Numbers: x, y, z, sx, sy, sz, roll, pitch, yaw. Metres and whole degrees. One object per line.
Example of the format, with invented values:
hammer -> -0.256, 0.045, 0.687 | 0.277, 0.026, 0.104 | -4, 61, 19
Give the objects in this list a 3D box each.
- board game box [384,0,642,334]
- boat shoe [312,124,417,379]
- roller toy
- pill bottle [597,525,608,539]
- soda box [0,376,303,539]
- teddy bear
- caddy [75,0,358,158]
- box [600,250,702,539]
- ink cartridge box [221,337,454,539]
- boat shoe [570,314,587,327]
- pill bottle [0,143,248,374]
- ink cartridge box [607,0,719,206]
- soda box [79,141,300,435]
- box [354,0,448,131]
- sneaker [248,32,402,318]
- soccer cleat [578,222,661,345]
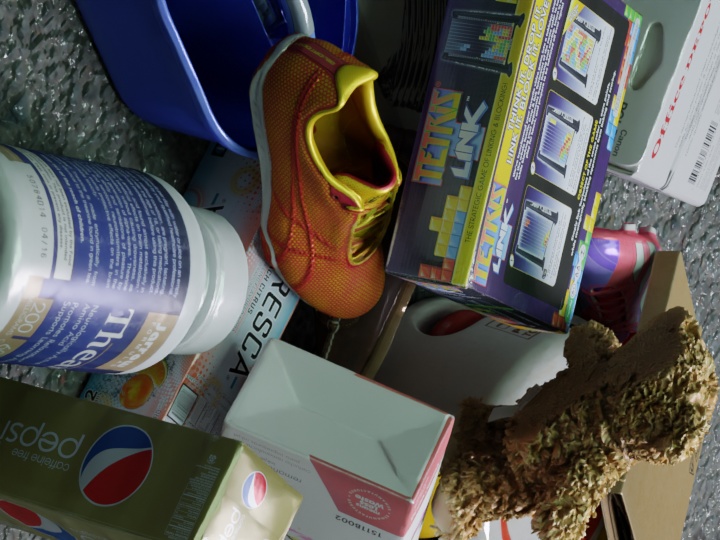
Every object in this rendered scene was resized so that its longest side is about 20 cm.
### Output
board game box -> 0.091, -0.076, 1.537 | 0.165, 0.056, 0.201 | 24, 78, -62
boat shoe -> 0.000, 0.000, 1.614 | 0.070, 0.071, 0.201 | 19, 115, -13
roller toy -> 0.081, 0.115, 1.708 | 0.183, 0.139, 0.200 | -60, 142, -20
pill bottle -> 0.112, 0.236, 1.812 | 0.200, 0.111, 0.111 | -56, 138, -26
soda box -> -0.131, 0.111, 1.391 | 0.068, 0.199, 0.064 | 45, 65, -47
teddy bear -> 0.122, 0.096, 1.537 | 0.067, 0.200, 0.145 | 49, 15, -26
caddy -> -0.071, -0.157, 1.468 | 0.142, 0.105, 0.201 | -50, 135, -30
box -> 0.196, 0.113, 1.765 | 0.164, 0.021, 0.201 | 71, 30, -47
ink cartridge box -> -0.024, 0.137, 1.539 | 0.200, 0.116, 0.068 | 102, 13, -55
boat shoe -> 0.157, 0.111, 1.868 | 0.061, 0.071, 0.202 | -57, 141, -31
pill bottle -> -0.152, -0.003, 1.404 | 0.200, 0.111, 0.112 | 9, 93, -52
ink cartridge box -> 0.189, -0.130, 1.721 | 0.148, 0.083, 0.200 | -69, 160, 2
soda box -> -0.083, 0.015, 1.534 | 0.064, 0.068, 0.201 | 47, 64, -48
box -> 0.004, -0.155, 1.598 | 0.082, 0.068, 0.201 | -50, 136, -31
sneaker -> -0.013, -0.039, 1.473 | 0.073, 0.077, 0.201 | -42, 143, -24
soccer cleat -> 0.173, 0.012, 1.829 | 0.200, 0.066, 0.077 | 35, 64, -75
